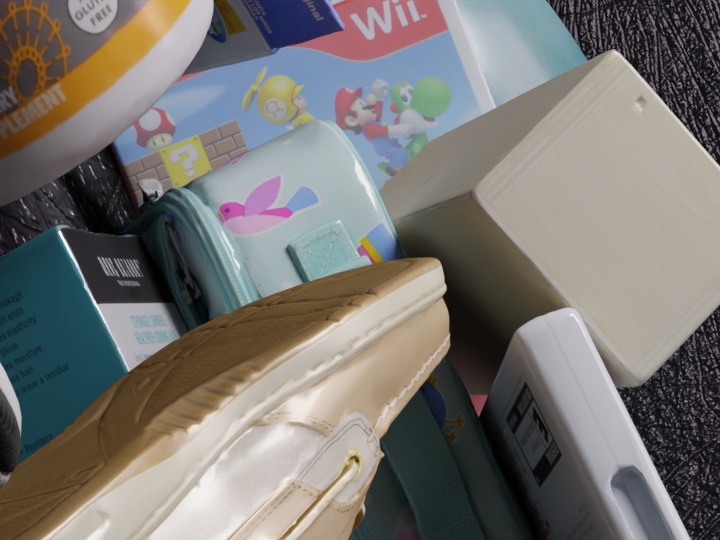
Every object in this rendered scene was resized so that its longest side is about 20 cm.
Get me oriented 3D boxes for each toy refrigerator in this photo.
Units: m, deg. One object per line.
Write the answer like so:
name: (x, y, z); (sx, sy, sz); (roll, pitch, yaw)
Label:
toy refrigerator: (0.054, -0.010, 0.676); (0.076, 0.070, 0.200); (47, -13, -6)

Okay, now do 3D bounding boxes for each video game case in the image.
video game case: (0.000, 0.000, 0.783); (0.017, 0.142, 0.201); (-177, -115, -84)
video game case: (0.085, 0.119, 0.635); (0.200, 0.023, 0.183); (98, -32, -74)

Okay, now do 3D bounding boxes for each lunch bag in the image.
lunch bag: (-0.013, 0.052, 0.689); (0.201, 0.077, 0.160); (64, -13, -1)

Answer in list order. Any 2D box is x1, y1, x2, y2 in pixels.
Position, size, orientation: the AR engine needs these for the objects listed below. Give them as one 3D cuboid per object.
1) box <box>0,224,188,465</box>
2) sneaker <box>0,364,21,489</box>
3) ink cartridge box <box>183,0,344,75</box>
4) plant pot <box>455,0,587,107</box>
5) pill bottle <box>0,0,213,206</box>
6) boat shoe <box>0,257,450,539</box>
box: (-0.052, 0.087, 0.598); (0.201, 0.049, 0.082); (63, 9, 6)
sneaker: (-0.142, -0.041, 0.444); (0.116, 0.075, 0.201); (-114, -178, -54)
ink cartridge box: (-0.086, -0.118, 0.656); (0.199, 0.042, 0.120); (-3, -56, 52)
plant pot: (0.003, -0.072, 0.881); (0.189, 0.199, 0.200); (61, 9, -11)
pill bottle: (-0.134, -0.122, 0.550); (0.201, 0.116, 0.117); (57, 10, -27)
boat shoe: (-0.037, 0.061, 0.523); (0.200, 0.073, 0.070); (-36, 108, -44)
